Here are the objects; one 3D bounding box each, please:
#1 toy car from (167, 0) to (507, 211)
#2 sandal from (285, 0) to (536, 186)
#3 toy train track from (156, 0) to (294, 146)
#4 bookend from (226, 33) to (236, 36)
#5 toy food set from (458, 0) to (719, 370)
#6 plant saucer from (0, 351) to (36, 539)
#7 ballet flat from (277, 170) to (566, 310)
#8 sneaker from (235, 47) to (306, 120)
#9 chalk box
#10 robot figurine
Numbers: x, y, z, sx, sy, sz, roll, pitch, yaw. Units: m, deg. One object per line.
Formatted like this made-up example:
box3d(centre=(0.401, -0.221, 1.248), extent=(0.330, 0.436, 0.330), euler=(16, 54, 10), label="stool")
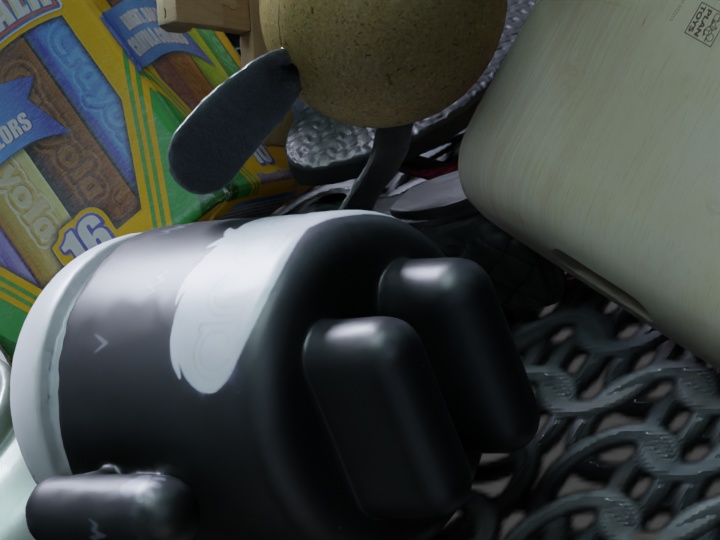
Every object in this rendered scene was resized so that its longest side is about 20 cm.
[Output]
box3d(centre=(-0.001, -0.112, 0.945), extent=(0.157, 0.164, 0.201), euler=(23, 92, 44), label="toy car")
box3d(centre=(0.039, -0.072, 1.099), extent=(0.075, 0.045, 0.200), euler=(6, 27, 31), label="sandal")
box3d(centre=(-0.025, -0.105, 1.105), extent=(0.032, 0.115, 0.200), euler=(-9, -7, 37), label="toy train track")
box3d(centre=(-0.025, -0.195, 1.318), extent=(0.199, 0.092, 0.199), euler=(-2, 42, 43), label="bookend")
box3d(centre=(0.134, -0.075, 0.891), extent=(0.143, 0.060, 0.201), euler=(35, 101, 39), label="toy food set")
box3d(centre=(-0.177, 0.088, 1.074), extent=(0.199, 0.050, 0.200), euler=(-26, 29, 16), label="plant saucer")
box3d(centre=(0.000, 0.000, 1.033), extent=(0.066, 0.057, 0.200), euler=(-37, 17, -35), label="ballet flat")
box3d(centre=(-0.088, -0.060, 1.186), extent=(0.200, 0.080, 0.078), euler=(-35, 26, -5), label="sneaker")
box3d(centre=(-0.133, -0.081, 1.078), extent=(0.124, 0.200, 0.124), euler=(-36, -5, 19), label="chalk box")
box3d(centre=(-0.034, 0.044, 0.915), extent=(0.199, 0.150, 0.126), euler=(-4, 76, 43), label="robot figurine")
